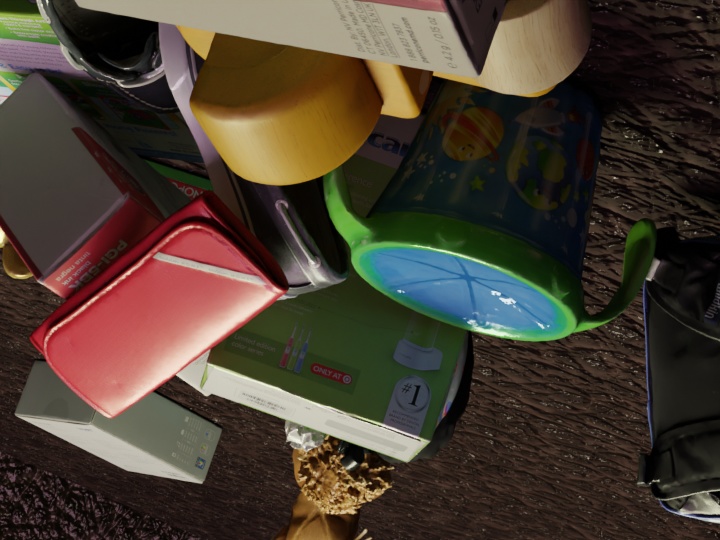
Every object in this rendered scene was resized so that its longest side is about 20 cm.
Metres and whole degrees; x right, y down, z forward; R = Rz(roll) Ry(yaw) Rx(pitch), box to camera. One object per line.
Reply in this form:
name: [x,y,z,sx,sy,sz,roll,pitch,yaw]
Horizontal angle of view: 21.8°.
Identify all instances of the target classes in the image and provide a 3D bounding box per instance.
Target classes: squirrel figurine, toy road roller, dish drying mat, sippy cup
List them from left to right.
dish drying mat: [-0.124,0.026,1.112,0.077,0.018,0.200,46,133,-10]
squirrel figurine: [-0.029,0.203,1.877,0.141,0.187,0.200,17,163,7]
toy road roller: [0.002,-0.112,0.916,0.200,0.146,0.123,13,163,19]
sippy cup: [0.077,-0.045,1.075,0.140,0.130,0.178,4,158,39]

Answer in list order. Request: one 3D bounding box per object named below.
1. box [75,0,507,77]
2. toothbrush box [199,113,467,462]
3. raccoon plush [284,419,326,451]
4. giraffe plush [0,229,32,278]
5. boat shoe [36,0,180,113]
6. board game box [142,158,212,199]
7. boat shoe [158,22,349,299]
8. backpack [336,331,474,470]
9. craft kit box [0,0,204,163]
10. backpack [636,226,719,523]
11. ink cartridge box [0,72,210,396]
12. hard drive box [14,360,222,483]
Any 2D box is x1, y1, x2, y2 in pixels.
box: [-0.033,-0.175,0.787,0.200,0.128,0.109,12,162,20]
toothbrush box: [0.000,0.000,1.179,0.146,0.200,0.086,19,165,-3]
raccoon plush: [0.021,0.039,1.274,0.134,0.200,0.097,11,163,-11]
giraffe plush: [-0.303,-0.068,1.403,0.162,0.173,0.200,14,173,-9]
boat shoe: [-0.142,-0.139,1.082,0.076,0.060,0.200,-32,147,8]
board game box: [-0.116,-0.027,1.523,0.135,0.029,0.200,17,163,5]
boat shoe: [-0.056,-0.082,1.071,0.068,0.200,0.072,-12,-174,31]
backpack: [0.008,0.042,1.425,0.127,0.167,0.200,-12,147,25]
craft kit box: [-0.206,-0.140,1.240,0.200,0.049,0.198,9,163,31]
backpack: [0.284,0.063,1.121,0.147,0.183,0.200,2,177,-41]
ink cartridge box: [-0.157,-0.020,1.244,0.147,0.083,0.200,49,-176,39]
hard drive box: [-0.299,0.188,2.320,0.156,0.077,0.200,2,157,44]
